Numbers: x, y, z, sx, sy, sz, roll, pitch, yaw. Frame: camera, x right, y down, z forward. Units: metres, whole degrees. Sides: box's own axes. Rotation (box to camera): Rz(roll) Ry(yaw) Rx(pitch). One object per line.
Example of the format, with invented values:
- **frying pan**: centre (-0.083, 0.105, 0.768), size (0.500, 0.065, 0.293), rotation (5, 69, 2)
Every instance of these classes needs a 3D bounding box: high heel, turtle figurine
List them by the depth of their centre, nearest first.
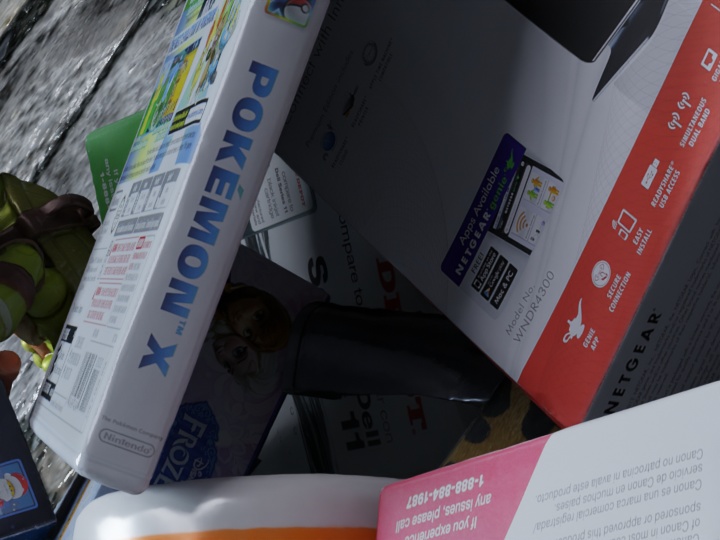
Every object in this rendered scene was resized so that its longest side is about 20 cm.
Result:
- **high heel**: centre (0.038, 0.111, 0.839), size (0.142, 0.071, 0.201), rotation (5, 96, 35)
- **turtle figurine**: centre (-0.123, -0.011, 1.011), size (0.064, 0.162, 0.200), rotation (-35, -8, 2)

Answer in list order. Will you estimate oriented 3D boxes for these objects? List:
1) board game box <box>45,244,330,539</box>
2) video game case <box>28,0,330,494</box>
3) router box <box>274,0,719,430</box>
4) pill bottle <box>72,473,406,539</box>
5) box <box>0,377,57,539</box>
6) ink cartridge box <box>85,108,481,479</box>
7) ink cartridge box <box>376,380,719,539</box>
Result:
- **board game box**: centre (-0.091, 0.118, 0.915), size (0.201, 0.041, 0.200), rotation (-65, 6, -34)
- **video game case**: centre (-0.046, -0.033, 0.819), size (0.200, 0.022, 0.183), rotation (180, 111, -81)
- **router box**: centre (0.064, -0.083, 0.779), size (0.179, 0.049, 0.201), rotation (43, 116, 46)
- **pill bottle**: centre (-0.020, 0.158, 0.760), size (0.109, 0.109, 0.201), rotation (-19, 69, 55)
- **box**: centre (-0.164, 0.021, 0.963), size (0.201, 0.038, 0.137), rotation (66, 154, 18)
- **ink cartridge box**: centre (0.000, 0.000, 0.979), size (0.200, 0.083, 0.147), rotation (-17, 84, 57)
- **ink cartridge box**: centre (0.065, 0.140, 0.660), size (0.146, 0.082, 0.201), rotation (-22, 58, 53)
